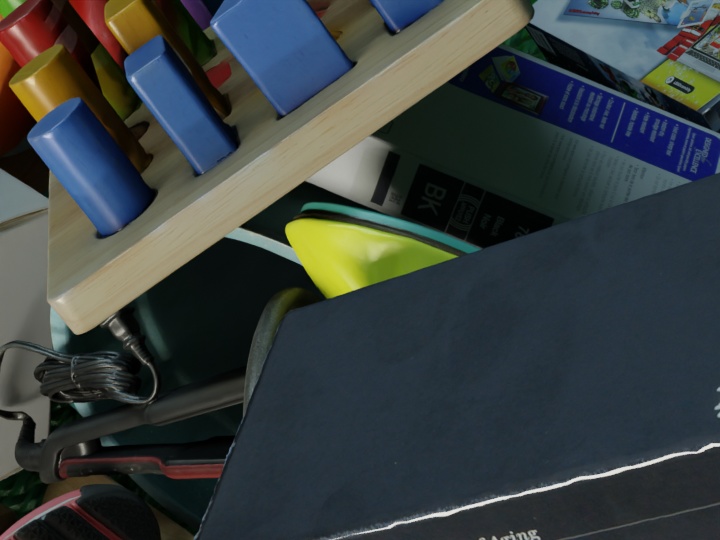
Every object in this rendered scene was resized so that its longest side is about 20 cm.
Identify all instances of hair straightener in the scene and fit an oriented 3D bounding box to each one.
[{"bbox_3d":[-0.089,0.048,0.828,0.200,0.077,0.041,-6,12,44],"label":"hair straightener"}]

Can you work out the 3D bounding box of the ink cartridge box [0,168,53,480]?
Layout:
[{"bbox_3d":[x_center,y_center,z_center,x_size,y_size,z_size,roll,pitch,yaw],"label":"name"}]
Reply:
[{"bbox_3d":[-0.234,0.001,0.930,0.200,0.145,0.083,30,39,32],"label":"ink cartridge box"}]

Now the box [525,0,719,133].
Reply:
[{"bbox_3d":[0.182,-0.136,1.016,0.137,0.038,0.200,-40,30,-4],"label":"box"}]

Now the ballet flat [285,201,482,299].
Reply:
[{"bbox_3d":[0.063,0.033,0.720,0.067,0.200,0.067,118,169,-75],"label":"ballet flat"}]

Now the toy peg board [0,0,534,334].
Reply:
[{"bbox_3d":[-0.059,-0.101,0.770,0.200,0.098,0.199,-35,21,6],"label":"toy peg board"}]

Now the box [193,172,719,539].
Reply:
[{"bbox_3d":[0.090,0.094,0.636,0.200,0.197,0.124,-18,35,30],"label":"box"}]

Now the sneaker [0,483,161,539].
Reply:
[{"bbox_3d":[-0.166,0.162,0.819,0.200,0.074,0.087,-49,23,-21],"label":"sneaker"}]

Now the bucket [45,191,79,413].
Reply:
[{"bbox_3d":[-0.112,-0.013,1.066,0.207,0.135,0.207,-27,31,17],"label":"bucket"}]

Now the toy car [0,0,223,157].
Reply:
[{"bbox_3d":[-0.123,-0.121,0.951,0.200,0.175,0.150,-30,66,-26],"label":"toy car"}]

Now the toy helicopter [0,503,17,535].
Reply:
[{"bbox_3d":[-0.220,0.195,0.930,0.200,0.079,0.132,-59,-3,1],"label":"toy helicopter"}]

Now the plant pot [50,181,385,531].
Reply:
[{"bbox_3d":[0.000,0.000,0.890,0.200,0.200,0.196,-10,31,39],"label":"plant pot"}]

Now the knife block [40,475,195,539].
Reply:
[{"bbox_3d":[-0.072,0.148,0.872,0.175,0.064,0.200,-23,33,24],"label":"knife block"}]

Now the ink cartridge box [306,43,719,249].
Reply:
[{"bbox_3d":[0.079,-0.040,0.804,0.100,0.200,0.039,-63,-6,-51],"label":"ink cartridge box"}]

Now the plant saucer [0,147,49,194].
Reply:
[{"bbox_3d":[-0.229,-0.059,1.081,0.200,0.037,0.200,-28,32,20],"label":"plant saucer"}]

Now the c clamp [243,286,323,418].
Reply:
[{"bbox_3d":[0.002,0.111,0.722,0.027,0.200,0.171,-17,20,24],"label":"c clamp"}]
